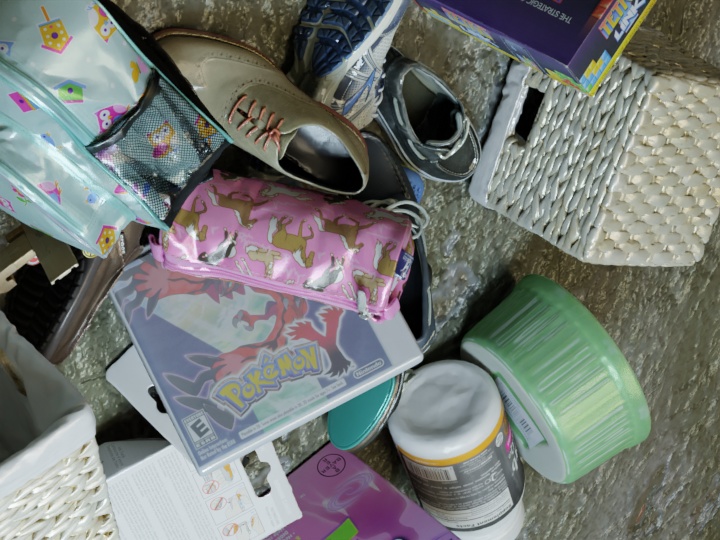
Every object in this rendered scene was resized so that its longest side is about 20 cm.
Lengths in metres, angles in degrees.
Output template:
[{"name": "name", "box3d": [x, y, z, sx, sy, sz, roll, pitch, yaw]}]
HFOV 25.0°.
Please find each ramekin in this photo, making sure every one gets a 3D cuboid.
[{"name": "ramekin", "box3d": [0.187, 0.113, 1.609, 0.097, 0.200, 0.201, -34, 136, -13]}]

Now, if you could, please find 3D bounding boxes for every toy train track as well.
[{"name": "toy train track", "box3d": [-0.186, -0.044, 1.163, 0.199, 0.115, 0.033, -37, 132, -2]}]

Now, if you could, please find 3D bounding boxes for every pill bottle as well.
[{"name": "pill bottle", "box3d": [0.102, 0.193, 1.632, 0.116, 0.116, 0.201, -41, 138, -18]}]

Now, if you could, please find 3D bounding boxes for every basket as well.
[{"name": "basket", "box3d": [-0.299, 0.147, 1.134, 0.199, 0.198, 0.162, -35, 140, -25]}, {"name": "basket", "box3d": [0.241, -0.122, 1.524, 0.198, 0.160, 0.200, 3, 114, -44]}]

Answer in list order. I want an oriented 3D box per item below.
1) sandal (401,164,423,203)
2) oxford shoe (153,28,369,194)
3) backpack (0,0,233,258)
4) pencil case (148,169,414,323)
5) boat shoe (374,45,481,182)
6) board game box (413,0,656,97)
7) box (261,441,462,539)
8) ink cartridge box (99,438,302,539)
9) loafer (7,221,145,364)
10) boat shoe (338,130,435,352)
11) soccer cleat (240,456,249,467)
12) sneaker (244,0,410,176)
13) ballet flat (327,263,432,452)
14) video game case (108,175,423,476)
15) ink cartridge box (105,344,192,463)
[{"name": "sandal", "box3d": [0.000, 0.000, 1.426, 0.079, 0.087, 0.201, 34, 88, -48]}, {"name": "oxford shoe", "box3d": [-0.074, -0.120, 1.226, 0.198, 0.075, 0.071, 25, 104, -18]}, {"name": "backpack", "box3d": [-0.209, -0.116, 1.069, 0.154, 0.175, 0.201, -48, 136, -16]}, {"name": "pencil case", "box3d": [-0.058, -0.021, 1.237, 0.087, 0.197, 0.084, -76, 180, -71]}, {"name": "boat shoe", "box3d": [0.059, -0.126, 1.414, 0.072, 0.071, 0.200, -55, 140, -2]}, {"name": "board game box", "box3d": [0.152, -0.257, 1.323, 0.166, 0.199, 0.057, -55, 142, -3]}, {"name": "box", "box3d": [-0.019, 0.285, 1.503, 0.175, 0.199, 0.097, -36, 136, -22]}, {"name": "ink cartridge box", "box3d": [-0.164, 0.197, 1.382, 0.198, 0.050, 0.162, -29, 134, -12]}, {"name": "loafer", "box3d": [-0.196, -0.011, 1.226, 0.071, 0.073, 0.202, 24, 97, -49]}, {"name": "boat shoe", "box3d": [0.021, -0.026, 1.367, 0.074, 0.203, 0.062, -8, 169, -5]}, {"name": "soccer cleat", "box3d": [-0.112, 0.093, 1.383, 0.086, 0.070, 0.202, 1, 114, -46]}, {"name": "sneaker", "box3d": [-0.016, -0.161, 1.321, 0.085, 0.077, 0.201, 21, 109, -51]}, {"name": "ballet flat", "box3d": [0.027, 0.078, 1.521, 0.068, 0.068, 0.202, -6, 120, -53]}, {"name": "video game case", "box3d": [-0.078, 0.035, 1.270, 0.198, 0.184, 0.023, -27, 167, -11]}, {"name": "ink cartridge box", "box3d": [-0.104, 0.044, 1.314, 0.200, 0.115, 0.068, -46, 170, -14]}]
